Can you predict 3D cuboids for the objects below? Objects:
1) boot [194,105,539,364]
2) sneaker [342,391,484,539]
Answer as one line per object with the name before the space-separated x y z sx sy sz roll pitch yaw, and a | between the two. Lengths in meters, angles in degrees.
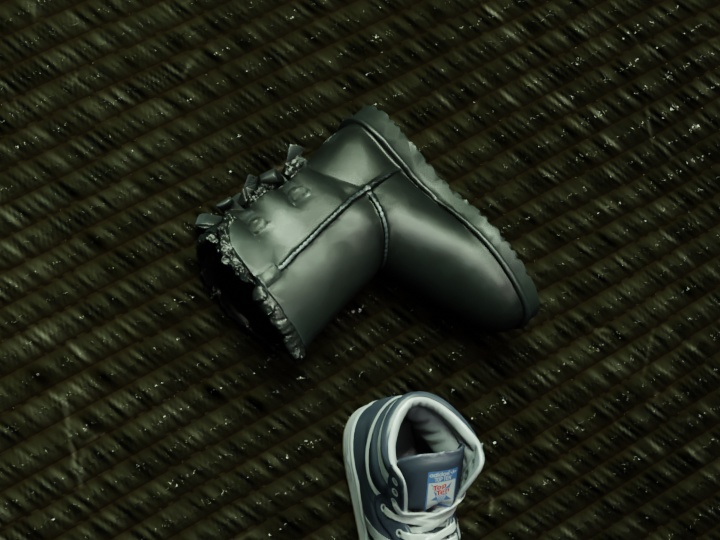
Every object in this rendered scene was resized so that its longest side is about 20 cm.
boot | 0.001 0.000 1.410 0.162 0.073 0.198 -39 84 -27
sneaker | 0.044 0.173 1.357 0.069 0.108 0.202 -12 79 -22
